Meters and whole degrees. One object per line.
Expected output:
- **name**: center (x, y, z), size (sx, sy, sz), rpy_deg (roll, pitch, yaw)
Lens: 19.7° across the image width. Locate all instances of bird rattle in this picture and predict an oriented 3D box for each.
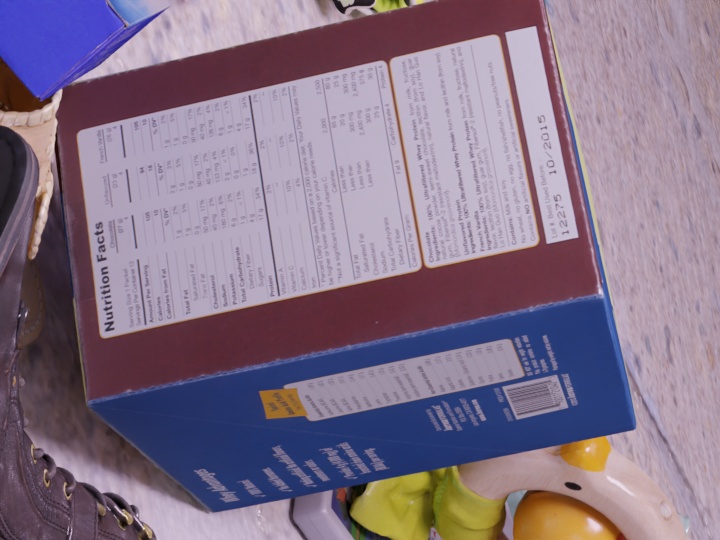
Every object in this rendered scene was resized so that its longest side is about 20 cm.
- **bird rattle**: center (0.092, 0.150, 1.076), size (0.200, 0.163, 0.113), rpy_deg (59, 42, -13)

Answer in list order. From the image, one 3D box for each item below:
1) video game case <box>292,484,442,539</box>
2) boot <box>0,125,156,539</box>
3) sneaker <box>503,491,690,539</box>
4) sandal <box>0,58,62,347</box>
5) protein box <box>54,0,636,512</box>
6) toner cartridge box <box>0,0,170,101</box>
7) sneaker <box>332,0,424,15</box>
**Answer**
- **video game case**: center (0.019, 0.113, 1.150), size (0.200, 0.022, 0.182), rpy_deg (-84, 150, -46)
- **boot**: center (-0.123, 0.069, 0.718), size (0.174, 0.069, 0.201), rpy_deg (42, 60, -56)
- **sneaker**: center (0.138, 0.131, 1.271), size (0.074, 0.118, 0.201), rpy_deg (-74, 151, -60)
- **sandal**: center (-0.147, -0.062, 0.774), size (0.078, 0.069, 0.212), rpy_deg (-74, 142, -56)
- **protein box**: center (0.000, 0.000, 0.870), size (0.199, 0.199, 0.135), rpy_deg (59, 20, -68)
- **toner cartridge box**: center (-0.124, -0.121, 0.791), size (0.095, 0.043, 0.200), rpy_deg (51, 5, -8)
- **sneaker**: center (0.020, -0.197, 1.342), size (0.200, 0.075, 0.077), rpy_deg (-8, 89, -59)
